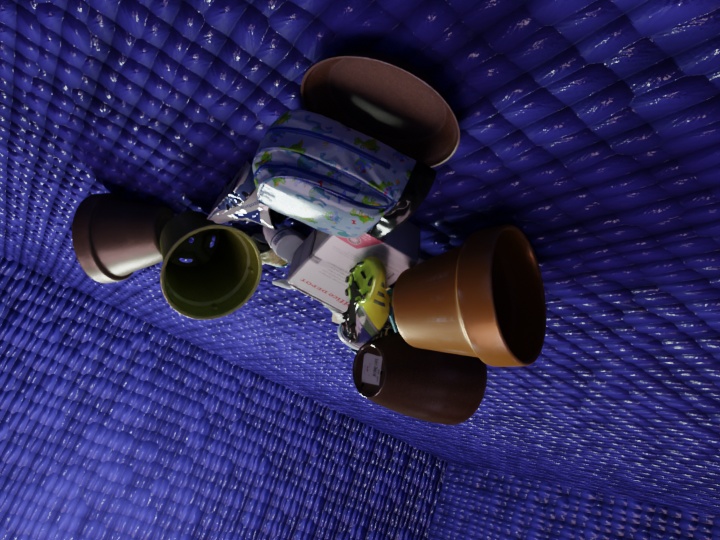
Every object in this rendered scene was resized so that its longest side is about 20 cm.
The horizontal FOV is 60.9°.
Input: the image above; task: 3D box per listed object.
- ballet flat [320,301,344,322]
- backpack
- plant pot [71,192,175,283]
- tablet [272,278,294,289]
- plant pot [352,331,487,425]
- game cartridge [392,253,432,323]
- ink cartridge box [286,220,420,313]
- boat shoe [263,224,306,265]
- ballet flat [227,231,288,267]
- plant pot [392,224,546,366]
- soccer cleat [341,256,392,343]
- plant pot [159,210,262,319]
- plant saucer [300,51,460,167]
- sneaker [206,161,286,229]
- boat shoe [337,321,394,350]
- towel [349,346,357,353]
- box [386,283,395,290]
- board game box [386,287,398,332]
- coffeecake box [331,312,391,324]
[{"bbox_3d":[-0.007,0.070,1.219,0.199,0.069,0.068,-2,-160,-41],"label":"ballet flat"},{"bbox_3d":[-0.034,-0.116,0.761,0.200,0.154,0.163,39,163,-9],"label":"backpack"},{"bbox_3d":[-0.505,-0.076,1.361,0.173,0.202,0.201,-3,154,14],"label":"plant pot"},{"bbox_3d":[-0.069,0.024,1.242,0.198,0.014,0.130,-1,-176,-23],"label":"tablet"},{"bbox_3d":[0.091,0.181,1.094,0.199,0.189,0.186,10,170,-38],"label":"plant pot"},{"bbox_3d":[0.167,0.057,1.056,0.198,0.131,0.038,15,-166,-14],"label":"game cartridge"},{"bbox_3d":[-0.013,-0.024,1.035,0.145,0.085,0.200,29,135,-20],"label":"ink cartridge box"},{"bbox_3d":[-0.130,-0.047,1.224,0.065,0.074,0.200,46,177,26],"label":"boat shoe"},{"bbox_3d":[-0.230,-0.051,1.314,0.199,0.071,0.071,7,156,35],"label":"ballet flat"},{"bbox_3d":[0.156,0.046,0.922,0.182,0.202,0.200,-10,145,36],"label":"plant pot"},{"bbox_3d":[0.019,0.045,1.012,0.083,0.065,0.201,-14,142,-23],"label":"soccer cleat"},{"bbox_3d":[-0.326,-0.030,1.250,0.200,0.201,0.184,38,-179,-38],"label":"plant pot"},{"bbox_3d":[0.027,-0.193,0.728,0.199,0.037,0.201,18,160,7],"label":"plant saucer"},{"bbox_3d":[-0.194,-0.110,1.089,0.115,0.081,0.199,31,156,-21],"label":"sneaker"},{"bbox_3d":[0.054,0.137,1.292,0.198,0.071,0.091,16,157,-8],"label":"boat shoe"},{"bbox_3d":[0.085,0.199,1.386,0.144,0.024,0.199,23,-169,42],"label":"towel"},{"bbox_3d":[0.000,0.000,1.176,0.198,0.070,0.064,24,144,-7],"label":"box"},{"bbox_3d":[0.128,0.071,1.160,0.150,0.047,0.200,-23,153,0],"label":"board game box"},{"bbox_3d":[0.041,0.098,1.394,0.198,0.074,0.154,19,159,3],"label":"coffeecake box"}]
